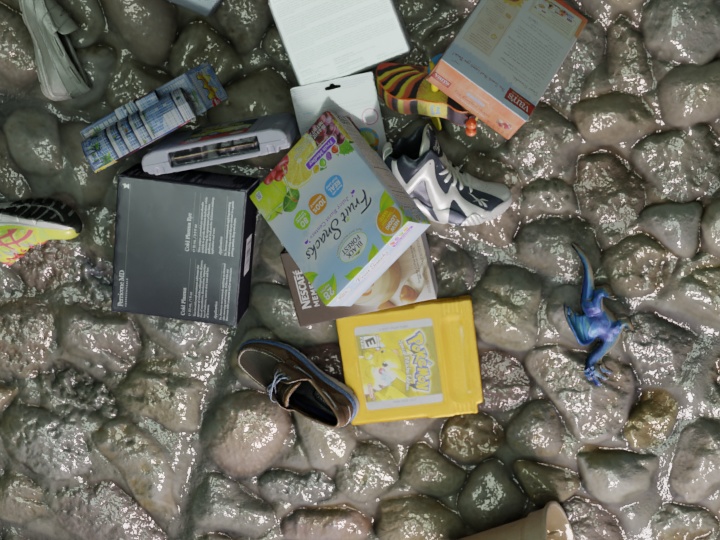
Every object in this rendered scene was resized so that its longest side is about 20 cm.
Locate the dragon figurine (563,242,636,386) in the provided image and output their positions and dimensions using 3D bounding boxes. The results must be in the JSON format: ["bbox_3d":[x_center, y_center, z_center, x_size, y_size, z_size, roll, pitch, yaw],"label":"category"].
[{"bbox_3d":[0.321,0.068,1.633,0.099,0.059,0.200,-30,101,12],"label":"dragon figurine"}]

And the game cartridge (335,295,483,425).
[{"bbox_3d":[0.073,0.132,1.688,0.199,0.032,0.177,-7,104,8],"label":"game cartridge"}]

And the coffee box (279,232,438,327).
[{"bbox_3d":[0.000,0.000,1.635,0.199,0.080,0.115,-13,102,9],"label":"coffee box"}]

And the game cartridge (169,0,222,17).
[{"bbox_3d":[-0.215,-0.454,1.562,0.133,0.042,0.201,23,105,3],"label":"game cartridge"}]

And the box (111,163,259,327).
[{"bbox_3d":[-0.247,-0.038,1.636,0.181,0.104,0.201,8,105,3],"label":"box"}]

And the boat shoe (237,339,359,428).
[{"bbox_3d":[-0.098,0.163,1.678,0.199,0.072,0.072,25,109,11],"label":"boat shoe"}]

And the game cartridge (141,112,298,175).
[{"bbox_3d":[-0.188,-0.175,1.580,0.199,0.133,0.041,-10,103,7],"label":"game cartridge"}]

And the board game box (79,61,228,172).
[{"bbox_3d":[-0.279,-0.212,1.571,0.199,0.200,0.062,-30,101,-2],"label":"board game box"}]

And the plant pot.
[{"bbox_3d":[0.214,0.451,1.690,0.183,0.200,0.201,-14,103,21],"label":"plant pot"}]

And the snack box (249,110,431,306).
[{"bbox_3d":[-0.030,-0.081,1.534,0.169,0.068,0.200,-46,67,23],"label":"snack box"}]

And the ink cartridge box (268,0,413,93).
[{"bbox_3d":[-0.037,-0.361,1.565,0.162,0.057,0.201,-20,97,10],"label":"ink cartridge box"}]

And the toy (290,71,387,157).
[{"bbox_3d":[-0.019,-0.171,1.611,0.115,0.047,0.201,-11,108,4],"label":"toy"}]

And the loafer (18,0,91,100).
[{"bbox_3d":[-0.422,-0.336,1.598,0.069,0.070,0.201,-10,111,3],"label":"loafer"}]

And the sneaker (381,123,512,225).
[{"bbox_3d":[0.114,-0.136,1.564,0.198,0.080,0.130,4,127,-2],"label":"sneaker"}]

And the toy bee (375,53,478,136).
[{"bbox_3d":[0.119,-0.233,1.538,0.199,0.131,0.109,-12,61,22],"label":"toy bee"}]

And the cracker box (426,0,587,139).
[{"bbox_3d":[0.191,-0.286,1.496,0.134,0.058,0.200,36,62,-4],"label":"cracker box"}]

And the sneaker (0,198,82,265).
[{"bbox_3d":[-0.496,-0.052,1.678,0.199,0.078,0.091,2,113,11],"label":"sneaker"}]
